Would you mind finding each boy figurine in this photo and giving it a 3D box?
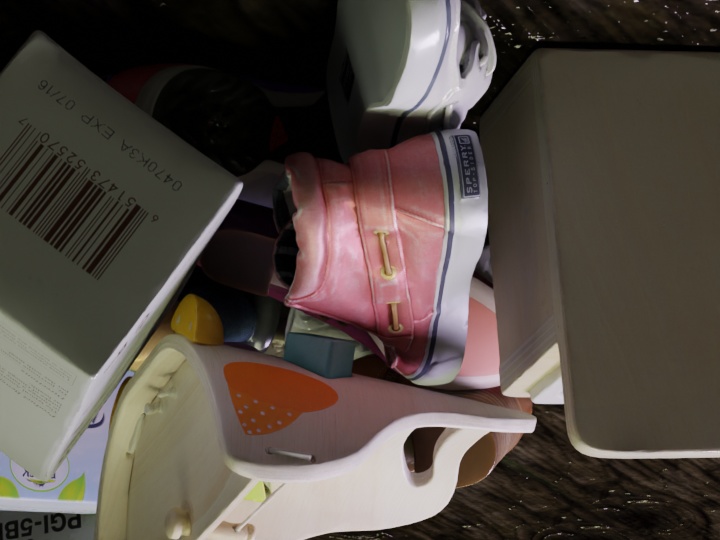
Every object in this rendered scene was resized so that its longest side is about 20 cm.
[{"bbox_3d":[-0.137,0.014,1.434,0.199,0.065,0.124,1,-159,-46],"label":"boy figurine"}]

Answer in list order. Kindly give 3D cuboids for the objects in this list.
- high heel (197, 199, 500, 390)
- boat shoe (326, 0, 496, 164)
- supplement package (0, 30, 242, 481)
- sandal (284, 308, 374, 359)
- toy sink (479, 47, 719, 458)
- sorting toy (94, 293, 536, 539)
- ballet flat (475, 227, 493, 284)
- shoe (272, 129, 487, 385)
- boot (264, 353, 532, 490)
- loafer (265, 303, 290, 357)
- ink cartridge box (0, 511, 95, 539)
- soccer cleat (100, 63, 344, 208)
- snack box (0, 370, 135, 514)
[{"bbox_3d":[0.000,0.000,1.406,0.199,0.068,0.096,24,-166,-19],"label":"high heel"},{"bbox_3d":[0.027,-0.100,1.211,0.065,0.074,0.200,-12,171,-10],"label":"boat shoe"},{"bbox_3d":[-0.147,-0.001,1.249,0.117,0.118,0.200,36,158,-1],"label":"supplement package"},{"bbox_3d":[-0.003,-0.016,1.470,0.082,0.050,0.203,-4,144,-28],"label":"sandal"},{"bbox_3d":[0.139,0.004,1.333,0.129,0.201,0.112,-1,162,-15],"label":"toy sink"},{"bbox_3d":[-0.017,0.088,1.303,0.179,0.108,0.200,4,153,-23],"label":"sorting toy"},{"bbox_3d":[0.109,-0.016,1.420,0.199,0.069,0.068,-16,148,-7],"label":"ballet flat"},{"bbox_3d":[0.003,-0.002,1.273,0.090,0.072,0.200,-5,155,-6],"label":"shoe"},{"bbox_3d":[-0.006,0.066,1.466,0.199,0.077,0.155,-2,-166,11],"label":"boot"},{"bbox_3d":[-0.002,0.036,1.621,0.076,0.068,0.200,-13,161,32],"label":"loafer"},{"bbox_3d":[-0.150,0.114,1.612,0.146,0.201,0.083,-12,162,21],"label":"ink cartridge box"},{"bbox_3d":[-0.054,-0.063,1.321,0.073,0.069,0.199,12,-179,39],"label":"soccer cleat"},{"bbox_3d":[-0.196,0.057,1.477,0.053,0.143,0.200,-8,170,32],"label":"snack box"}]
